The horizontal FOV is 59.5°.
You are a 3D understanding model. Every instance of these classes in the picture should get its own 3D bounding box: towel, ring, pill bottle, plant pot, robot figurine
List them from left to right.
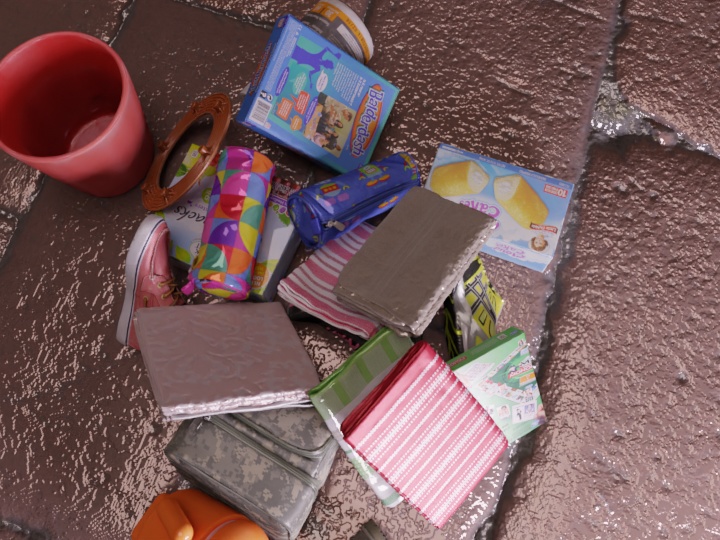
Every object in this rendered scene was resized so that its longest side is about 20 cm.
[{"bbox_3d":[-0.396,-0.207,0.907,0.197,0.178,0.204,-1,74,3],"label":"plant pot"},{"bbox_3d":[-0.256,-0.175,0.907,0.199,0.019,0.203,-27,46,31],"label":"ring"},{"bbox_3d":[-0.185,0.333,0.740,0.198,0.116,0.146,10,103,37],"label":"robot figurine"},{"bbox_3d":[-0.164,0.103,0.774,0.197,0.033,0.191,0,33,-29],"label":"towel"},{"bbox_3d":[-0.082,-0.300,0.950,0.116,0.117,0.200,39,78,13],"label":"pill bottle"},{"bbox_3d":[0.000,0.000,0.841,0.145,0.030,0.200,24,45,20],"label":"towel"},{"bbox_3d":[0.041,0.179,0.773,0.149,0.031,0.201,-40,116,-17],"label":"towel"},{"bbox_3d":[0.068,-0.016,0.782,0.132,0.035,0.200,27,64,30],"label":"towel"},{"bbox_3d":[0.080,0.195,0.739,0.145,0.022,0.200,-46,115,-11],"label":"towel"}]

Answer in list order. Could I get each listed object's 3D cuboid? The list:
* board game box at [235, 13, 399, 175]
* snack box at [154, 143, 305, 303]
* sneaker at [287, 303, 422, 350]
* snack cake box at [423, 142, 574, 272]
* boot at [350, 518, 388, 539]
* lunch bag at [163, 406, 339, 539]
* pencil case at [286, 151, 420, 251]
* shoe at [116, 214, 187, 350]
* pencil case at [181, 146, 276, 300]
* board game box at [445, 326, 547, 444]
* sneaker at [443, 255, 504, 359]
[{"bbox_3d":[-0.056,-0.235,0.888,0.198,0.045,0.154,24,89,-32],"label":"board game box"},{"bbox_3d":[-0.187,-0.066,0.911,0.198,0.068,0.170,22,75,10],"label":"snack box"},{"bbox_3d":[-0.004,0.076,0.861,0.197,0.079,0.097,2,85,5],"label":"sneaker"},{"bbox_3d":[0.186,-0.090,0.897,0.197,0.067,0.116,19,74,9],"label":"snack cake box"},{"bbox_3d":[-0.017,0.426,0.752,0.199,0.073,0.182,-36,61,-14],"label":"boot"},{"bbox_3d":[-0.124,0.212,0.794,0.198,0.140,0.169,29,60,10],"label":"lunch bag"},{"bbox_3d":[-0.004,-0.099,0.872,0.198,0.079,0.087,-26,34,-26],"label":"pencil case"},{"bbox_3d":[-0.264,0.029,0.849,0.090,0.072,0.202,22,114,5],"label":"shoe"},{"bbox_3d":[-0.171,-0.060,0.831,0.087,0.089,0.203,10,73,6],"label":"pencil case"},{"bbox_3d":[0.134,0.174,0.785,0.198,0.029,0.136,-25,108,-17],"label":"board game box"},{"bbox_3d":[0.150,0.028,0.853,0.075,0.075,0.203,-8,96,-9],"label":"sneaker"}]
